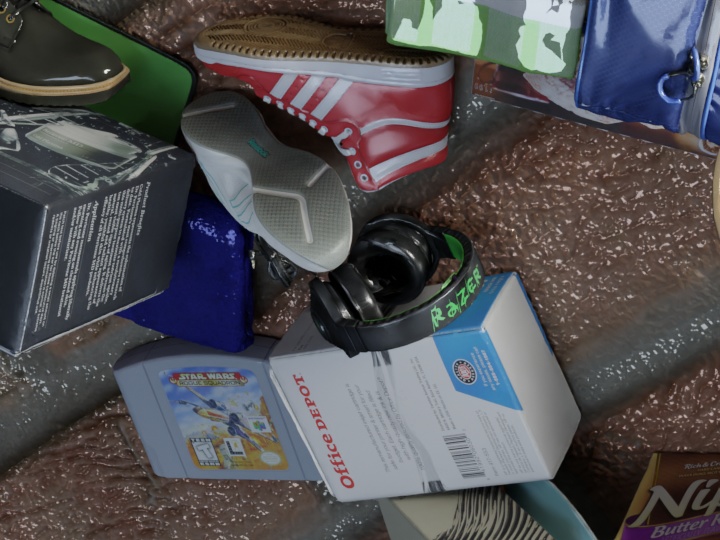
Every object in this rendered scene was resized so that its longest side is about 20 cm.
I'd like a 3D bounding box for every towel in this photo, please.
[{"bbox_3d":[0.087,-0.233,1.585,0.148,0.031,0.201,14,122,18],"label":"towel"},{"bbox_3d":[-0.175,-0.019,1.881,0.199,0.050,0.148,17,134,17],"label":"towel"}]

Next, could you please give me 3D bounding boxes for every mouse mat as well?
[{"bbox_3d":[-0.218,-0.119,1.859,0.160,0.008,0.201,27,131,6],"label":"mouse mat"}]

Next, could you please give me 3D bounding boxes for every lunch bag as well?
[{"bbox_3d":[0.221,-0.167,1.471,0.131,0.200,0.137,15,125,12],"label":"lunch bag"}]

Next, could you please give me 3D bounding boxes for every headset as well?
[{"bbox_3d":[0.000,0.000,1.767,0.199,0.124,0.094,4,130,46],"label":"headset"}]

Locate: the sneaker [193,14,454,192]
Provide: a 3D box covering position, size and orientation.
[{"bbox_3d":[-0.027,-0.122,1.717,0.198,0.071,0.113,9,125,18],"label":"sneaker"}]

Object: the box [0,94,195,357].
[{"bbox_3d":[-0.264,-0.049,1.741,0.199,0.196,0.125,24,112,22],"label":"box"}]

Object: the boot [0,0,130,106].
[{"bbox_3d":[-0.268,-0.211,1.766,0.199,0.077,0.139,16,124,19],"label":"boot"}]

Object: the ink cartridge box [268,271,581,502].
[{"bbox_3d":[0.050,0.094,1.832,0.199,0.086,0.147,-9,120,33],"label":"ink cartridge box"}]

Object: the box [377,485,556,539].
[{"bbox_3d":[0.090,0.217,1.835,0.200,0.082,0.069,39,152,57],"label":"box"}]

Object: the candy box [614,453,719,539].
[{"bbox_3d":[0.301,0.193,1.761,0.199,0.117,0.057,0,125,27],"label":"candy box"}]

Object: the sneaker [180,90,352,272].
[{"bbox_3d":[-0.062,-0.056,1.751,0.200,0.070,0.081,47,160,41],"label":"sneaker"}]

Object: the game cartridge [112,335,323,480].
[{"bbox_3d":[-0.109,0.115,1.963,0.199,0.042,0.134,-2,127,28],"label":"game cartridge"}]

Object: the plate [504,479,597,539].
[{"bbox_3d":[0.162,0.247,1.852,0.201,0.025,0.201,54,162,26],"label":"plate"}]

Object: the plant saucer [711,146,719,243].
[{"bbox_3d":[0.326,-0.059,1.534,0.199,0.202,0.029,-10,159,32],"label":"plant saucer"}]

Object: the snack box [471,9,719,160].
[{"bbox_3d":[0.176,-0.133,1.637,0.199,0.024,0.072,16,128,16],"label":"snack box"}]
